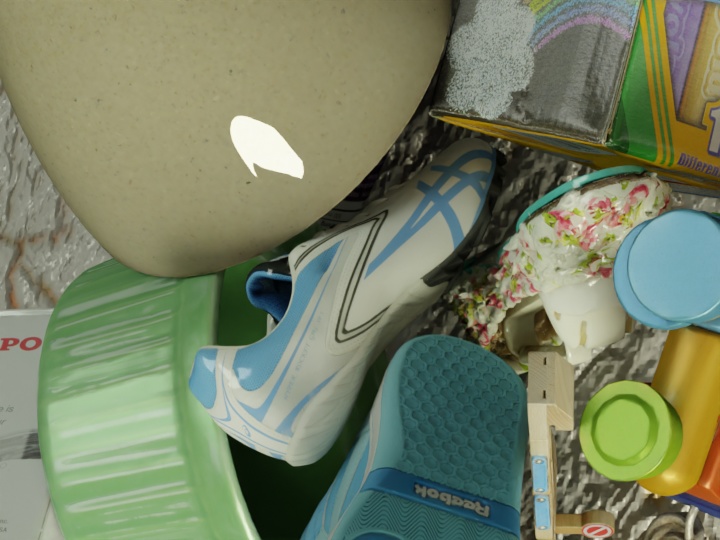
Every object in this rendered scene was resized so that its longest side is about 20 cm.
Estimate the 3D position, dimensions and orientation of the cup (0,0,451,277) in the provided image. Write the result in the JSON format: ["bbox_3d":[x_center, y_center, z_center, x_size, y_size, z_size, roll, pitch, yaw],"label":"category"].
[{"bbox_3d":[-0.083,-0.120,1.124,0.200,0.143,0.201,-25,42,25],"label":"cup"}]

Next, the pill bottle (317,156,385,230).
[{"bbox_3d":[-0.042,-0.071,1.303,0.112,0.112,0.200,43,111,51],"label":"pill bottle"}]

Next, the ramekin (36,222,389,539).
[{"bbox_3d":[-0.062,0.075,1.198,0.097,0.200,0.201,-13,65,22],"label":"ramekin"}]

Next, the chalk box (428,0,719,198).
[{"bbox_3d":[0.133,-0.139,1.103,0.124,0.124,0.200,15,88,55],"label":"chalk box"}]

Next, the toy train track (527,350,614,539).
[{"bbox_3d":[0.086,0.092,1.070,0.200,0.032,0.115,80,-168,-58],"label":"toy train track"}]

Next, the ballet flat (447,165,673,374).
[{"bbox_3d":[0.090,0.006,1.121,0.200,0.075,0.064,135,122,-75],"label":"ballet flat"}]

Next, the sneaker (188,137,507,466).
[{"bbox_3d":[0.000,0.000,1.119,0.200,0.072,0.072,-50,-7,-40],"label":"sneaker"}]

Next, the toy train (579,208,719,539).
[{"bbox_3d":[0.121,0.071,1.029,0.085,0.116,0.200,21,94,30],"label":"toy train"}]

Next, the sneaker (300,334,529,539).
[{"bbox_3d":[0.012,0.132,1.048,0.200,0.079,0.131,-68,3,-51],"label":"sneaker"}]

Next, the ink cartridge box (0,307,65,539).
[{"bbox_3d":[-0.194,0.118,1.200,0.145,0.084,0.200,-2,45,14],"label":"ink cartridge box"}]
